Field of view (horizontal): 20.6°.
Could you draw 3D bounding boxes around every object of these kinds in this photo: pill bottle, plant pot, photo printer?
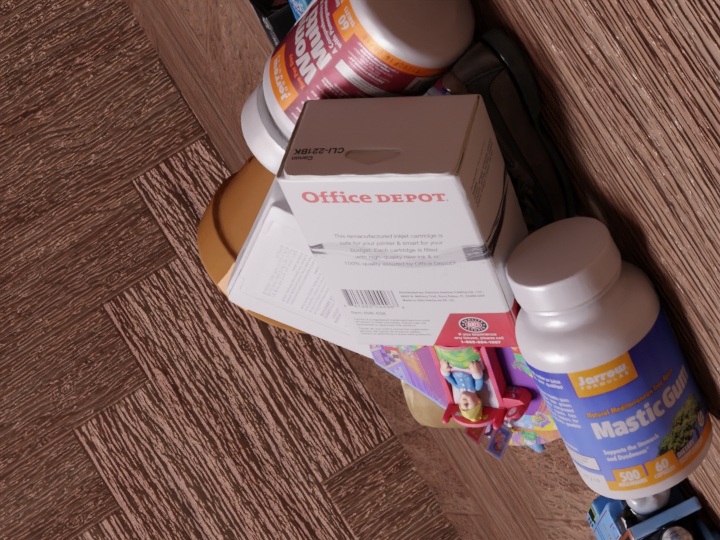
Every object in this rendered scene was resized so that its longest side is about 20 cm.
[{"bbox_3d":[0.182,0.064,1.480,0.201,0.112,0.112,62,172,-30],"label":"pill bottle"},{"bbox_3d":[-0.047,-0.057,1.941,0.201,0.199,0.141,54,138,28],"label":"plant pot"},{"bbox_3d":[-0.007,-0.155,1.513,0.110,0.109,0.200,57,137,9],"label":"pill bottle"},{"bbox_3d":[0.000,0.000,1.681,0.199,0.070,0.167,22,143,-5],"label":"photo printer"}]

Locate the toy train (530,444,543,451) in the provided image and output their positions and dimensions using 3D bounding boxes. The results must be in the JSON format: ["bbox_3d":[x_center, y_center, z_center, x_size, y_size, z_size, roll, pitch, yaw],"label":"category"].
[{"bbox_3d":[0.141,0.092,1.876,0.115,0.086,0.200,54,175,-25],"label":"toy train"}]

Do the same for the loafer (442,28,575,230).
[{"bbox_3d":[0.109,-0.095,1.502,0.072,0.063,0.201,48,167,44],"label":"loafer"}]

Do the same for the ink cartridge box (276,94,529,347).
[{"bbox_3d":[0.040,-0.035,1.486,0.201,0.143,0.084,65,-147,-46],"label":"ink cartridge box"}]

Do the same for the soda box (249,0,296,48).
[{"bbox_3d":[-0.037,-0.203,1.990,0.201,0.070,0.063,62,173,-35],"label":"soda box"}]

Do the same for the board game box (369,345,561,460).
[{"bbox_3d":[0.094,0.092,1.645,0.199,0.039,0.158,33,142,-9],"label":"board game box"}]

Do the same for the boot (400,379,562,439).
[{"bbox_3d":[0.114,0.074,1.732,0.199,0.066,0.176,7,119,42],"label":"boot"}]

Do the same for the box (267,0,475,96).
[{"bbox_3d":[0.014,-0.163,1.615,0.157,0.041,0.200,57,146,9],"label":"box"}]

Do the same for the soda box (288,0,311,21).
[{"bbox_3d":[-0.041,-0.282,1.716,0.064,0.068,0.201,51,170,39],"label":"soda box"}]

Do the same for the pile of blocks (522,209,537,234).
[{"bbox_3d":[0.124,-0.014,1.603,0.200,0.062,0.082,55,133,29],"label":"pile of blocks"}]

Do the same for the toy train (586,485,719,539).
[{"bbox_3d":[0.262,0.238,1.786,0.115,0.086,0.200,62,174,16],"label":"toy train"}]
